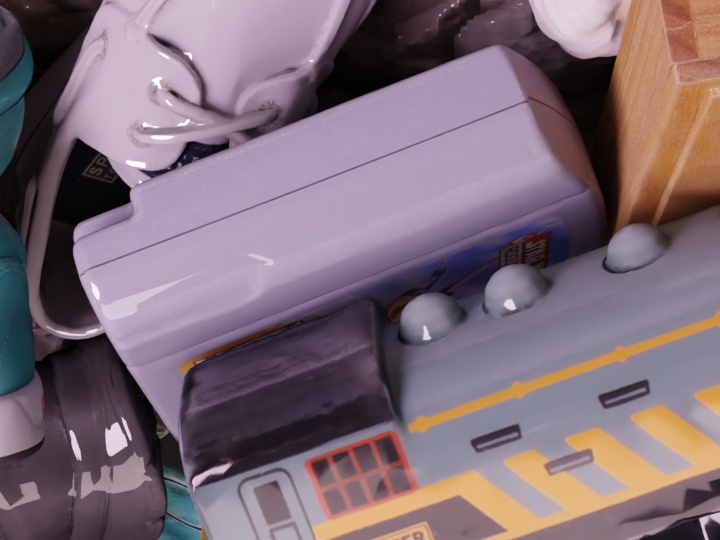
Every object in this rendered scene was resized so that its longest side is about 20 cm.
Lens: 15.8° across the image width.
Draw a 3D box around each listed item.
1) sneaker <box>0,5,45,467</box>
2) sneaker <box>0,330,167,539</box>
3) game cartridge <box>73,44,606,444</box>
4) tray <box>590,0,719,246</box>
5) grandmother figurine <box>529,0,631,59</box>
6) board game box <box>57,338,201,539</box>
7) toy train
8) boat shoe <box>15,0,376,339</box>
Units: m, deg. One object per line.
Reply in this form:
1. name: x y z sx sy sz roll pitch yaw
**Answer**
1. sneaker: -0.134 -0.025 0.687 0.083 0.122 0.200 -8 -167 -21
2. sneaker: -0.114 0.085 0.792 0.090 0.076 0.201 -9 146 -17
3. game cartridge: 0.000 0.000 0.694 0.132 0.042 0.200 -17 166 -1
4. tray: 0.112 -0.041 0.628 0.098 0.037 0.200 -9 170 0
5. grandmother figurine: 0.129 -0.096 0.593 0.199 0.061 0.121 -17 137 21
6. board game box: -0.011 0.090 0.849 0.199 0.028 0.136 26 152 5
7. toy train: 0.049 0.051 0.630 0.199 0.085 0.115 -19 110 8
8. boat shoe: -0.040 -0.045 0.665 0.073 0.066 0.200 11 148 -17
